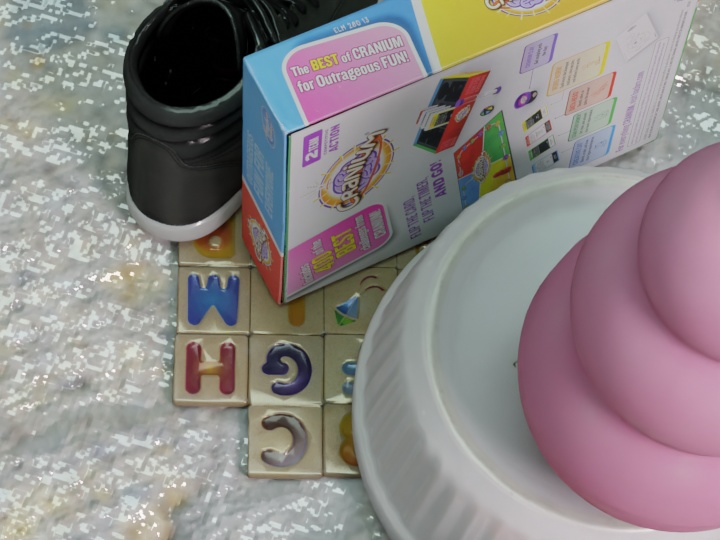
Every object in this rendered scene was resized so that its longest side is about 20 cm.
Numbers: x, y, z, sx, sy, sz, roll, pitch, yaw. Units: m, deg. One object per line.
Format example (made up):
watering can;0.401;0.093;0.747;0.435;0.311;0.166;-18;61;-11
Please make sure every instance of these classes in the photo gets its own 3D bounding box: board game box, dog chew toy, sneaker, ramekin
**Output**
board game box;0.046;-0.072;1.016;0.199;0.153;0.040;-23;66;-15
dog chew toy;0.126;0.018;0.849;0.124;0.200;0.125;2;66;-5
sneaker;-0.042;-0.113;1.061;0.071;0.099;0.200;27;64;12
ramekin;0.098;0.049;0.993;0.201;0.094;0.203;2;67;-5

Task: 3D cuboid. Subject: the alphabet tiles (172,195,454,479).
alphabet tiles;0.000;0.000;1.066;0.166;0.006;0.201;2;64;-3
